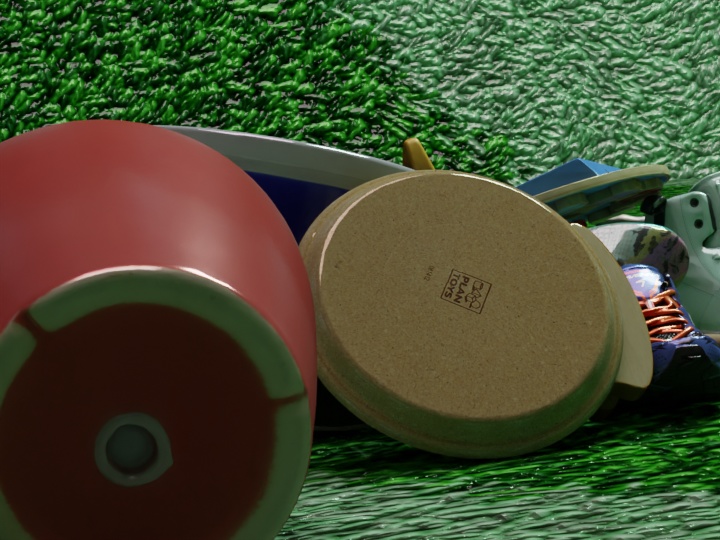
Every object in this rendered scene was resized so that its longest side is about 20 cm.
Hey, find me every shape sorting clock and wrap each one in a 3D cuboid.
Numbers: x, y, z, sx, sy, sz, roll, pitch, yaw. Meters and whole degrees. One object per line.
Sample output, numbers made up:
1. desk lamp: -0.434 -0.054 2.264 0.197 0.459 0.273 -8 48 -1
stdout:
1. shape sorting clock: 0.117 -0.031 1.757 0.199 0.039 0.200 -22 -8 -3

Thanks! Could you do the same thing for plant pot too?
1. plant pot: -0.104 0.048 1.093 0.199 0.201 0.177 -5 15 -10

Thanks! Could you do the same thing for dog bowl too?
1. dog bowl: -0.054 -0.027 1.528 0.199 0.079 0.200 9 -6 1

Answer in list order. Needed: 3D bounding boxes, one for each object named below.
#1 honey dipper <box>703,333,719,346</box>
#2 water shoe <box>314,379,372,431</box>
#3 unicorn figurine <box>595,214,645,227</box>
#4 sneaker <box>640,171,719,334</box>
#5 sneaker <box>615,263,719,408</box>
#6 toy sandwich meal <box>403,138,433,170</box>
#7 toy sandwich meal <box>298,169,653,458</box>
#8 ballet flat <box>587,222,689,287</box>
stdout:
1. honey dipper: 0.247 0.044 1.600 0.038 0.038 0.200 -7 4 -25
2. water shoe: 0.015 0.058 1.496 0.199 0.072 0.079 7 3 8
3. unicorn figurine: 0.232 0.001 1.866 0.137 0.074 0.200 6 -2 -3
4. sneaker: 0.261 -0.007 1.701 0.200 0.119 0.074 2 6 43
5. sneaker: 0.162 0.037 1.507 0.075 0.079 0.200 -6 5 -10
6. toy sandwich meal: -0.012 -0.020 1.857 0.204 0.070 0.205 -23 -26 -12
7. toy sandwich meal: 0.055 0.029 1.405 0.204 0.206 0.070 -6 -33 -17
8. ballet flat: 0.108 0.016 1.633 0.199 0.069 0.071 -6 22 16
